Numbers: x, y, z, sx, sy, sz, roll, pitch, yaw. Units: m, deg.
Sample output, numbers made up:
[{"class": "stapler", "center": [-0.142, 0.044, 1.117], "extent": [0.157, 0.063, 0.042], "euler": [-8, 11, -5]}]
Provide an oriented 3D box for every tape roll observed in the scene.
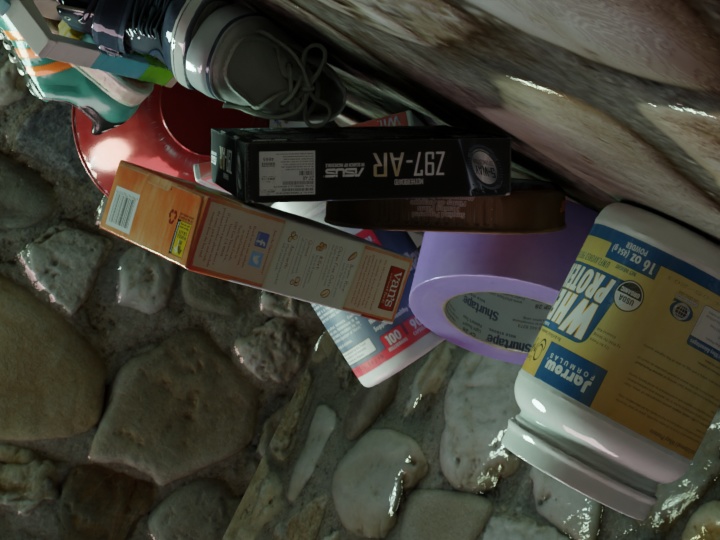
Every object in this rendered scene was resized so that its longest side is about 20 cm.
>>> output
[{"class": "tape roll", "center": [0.148, 0.011, 1.302], "extent": [0.197, 0.086, 0.200], "euler": [12, 157, 5]}]

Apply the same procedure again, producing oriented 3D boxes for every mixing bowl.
[{"class": "mixing bowl", "center": [-0.160, -0.148, 1.359], "extent": [0.199, 0.202, 0.108], "euler": [27, 166, -24]}]

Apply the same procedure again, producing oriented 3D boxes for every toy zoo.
[{"class": "toy zoo", "center": [-0.247, -0.223, 1.221], "extent": [0.199, 0.020, 0.132], "euler": [6, -134, -57]}]

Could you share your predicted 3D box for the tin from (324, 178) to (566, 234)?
[{"class": "tin", "center": [0.068, -0.055, 1.172], "extent": [0.197, 0.042, 0.112], "euler": [2, -167, 9]}]

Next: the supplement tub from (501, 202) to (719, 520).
[{"class": "supplement tub", "center": [0.203, 0.067, 1.079], "extent": [0.143, 0.202, 0.145], "euler": [27, -179, 0]}]

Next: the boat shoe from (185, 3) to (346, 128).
[{"class": "boat shoe", "center": [-0.057, -0.143, 1.104], "extent": [0.085, 0.075, 0.202], "euler": [27, -176, 19]}]

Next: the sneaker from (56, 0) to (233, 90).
[{"class": "sneaker", "center": [-0.171, -0.202, 1.116], "extent": [0.145, 0.078, 0.202], "euler": [28, 179, -3]}]

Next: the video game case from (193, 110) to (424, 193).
[{"class": "video game case", "center": [-0.034, -0.098, 1.293], "extent": [0.197, 0.018, 0.143], "euler": [-13, 171, 13]}]

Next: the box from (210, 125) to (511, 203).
[{"class": "box", "center": [-0.005, -0.083, 1.089], "extent": [0.197, 0.044, 0.160], "euler": [-2, -171, -15]}]

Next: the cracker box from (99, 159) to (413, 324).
[{"class": "cracker box", "center": [-0.077, -0.020, 1.086], "extent": [0.198, 0.058, 0.133], "euler": [16, -176, -40]}]

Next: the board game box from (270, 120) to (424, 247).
[{"class": "board game box", "center": [-0.024, -0.100, 1.564], "extent": [0.201, 0.064, 0.147], "euler": [52, -171, 16]}]

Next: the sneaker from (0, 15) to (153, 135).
[{"class": "sneaker", "center": [-0.279, -0.194, 1.254], "extent": [0.200, 0.080, 0.072], "euler": [40, -152, -15]}]

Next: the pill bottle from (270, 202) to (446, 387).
[{"class": "pill bottle", "center": [0.000, 0.000, 1.414], "extent": [0.201, 0.119, 0.120], "euler": [57, -178, 1]}]
